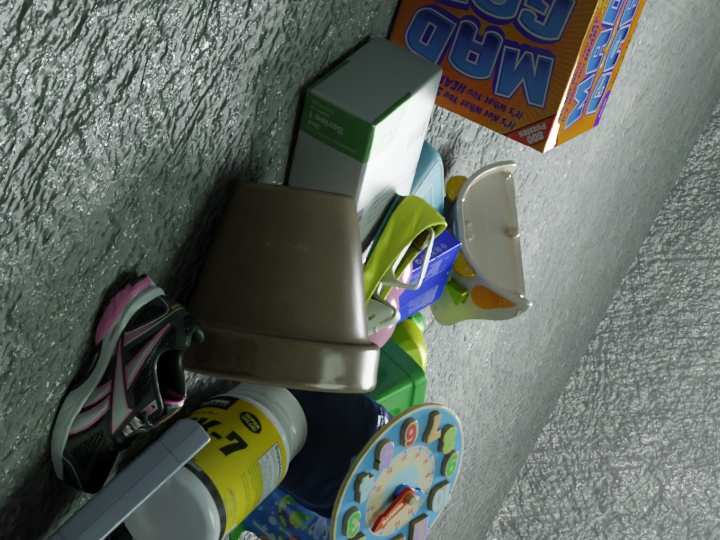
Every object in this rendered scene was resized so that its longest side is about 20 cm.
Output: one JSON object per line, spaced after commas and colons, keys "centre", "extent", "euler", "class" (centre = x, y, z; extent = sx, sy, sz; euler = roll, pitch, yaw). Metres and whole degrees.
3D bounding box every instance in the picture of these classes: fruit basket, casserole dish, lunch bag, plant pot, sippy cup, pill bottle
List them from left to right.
{"centre": [-0.141, 0.193, 1.606], "extent": [0.200, 0.114, 0.115], "euler": [-41, 152, -53], "class": "pill bottle"}
{"centre": [-0.073, 0.011, 1.474], "extent": [0.200, 0.199, 0.176], "euler": [1, 96, -71], "class": "plant pot"}
{"centre": [-0.060, 0.291, 1.905], "extent": [0.139, 0.130, 0.178], "euler": [-14, 142, -55], "class": "sippy cup"}
{"centre": [-0.042, 0.190, 1.769], "extent": [0.136, 0.199, 0.132], "euler": [-59, 144, -6], "class": "lunch bag"}
{"centre": [0.032, 0.135, 2.009], "extent": [0.215, 0.155, 0.216], "euler": [-35, 150, -24], "class": "fruit basket"}
{"centre": [0.063, -0.075, 1.946], "extent": [0.121, 0.039, 0.200], "euler": [-56, 161, -24], "class": "casserole dish"}

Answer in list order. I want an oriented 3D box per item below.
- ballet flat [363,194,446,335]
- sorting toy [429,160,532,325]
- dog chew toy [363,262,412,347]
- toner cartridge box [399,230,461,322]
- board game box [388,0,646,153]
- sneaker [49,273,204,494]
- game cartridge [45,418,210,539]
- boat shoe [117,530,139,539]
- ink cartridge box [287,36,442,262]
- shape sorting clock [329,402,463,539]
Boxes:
{"centre": [0.021, 0.015, 1.624], "extent": [0.201, 0.067, 0.067], "euler": [-58, 165, -12], "class": "ballet flat"}
{"centre": [0.130, -0.017, 2.073], "extent": [0.180, 0.106, 0.201], "euler": [130, -39, -58], "class": "sorting toy"}
{"centre": [0.000, 0.000, 1.744], "extent": [0.125, 0.124, 0.201], "euler": [93, 21, -52], "class": "dog chew toy"}
{"centre": [0.031, 0.025, 1.910], "extent": [0.200, 0.043, 0.095], "euler": [-29, 150, -42], "class": "toner cartridge box"}
{"centre": [0.170, -0.268, 1.699], "extent": [0.200, 0.199, 0.201], "euler": [-28, 141, -62], "class": "board game box"}
{"centre": [-0.195, 0.110, 1.371], "extent": [0.080, 0.086, 0.201], "euler": [-25, 140, -62], "class": "sneaker"}
{"centre": [-0.220, 0.208, 1.403], "extent": [0.200, 0.041, 0.133], "euler": [-42, -177, -27], "class": "game cartridge"}
{"centre": [-0.203, 0.266, 1.658], "extent": [0.062, 0.073, 0.200], "euler": [-23, -172, 24], "class": "boat shoe"}
{"centre": [-0.004, -0.109, 1.618], "extent": [0.146, 0.084, 0.201], "euler": [-43, 155, -48], "class": "ink cartridge box"}
{"centre": [0.042, 0.231, 1.696], "extent": [0.200, 0.039, 0.201], "euler": [-33, 140, -33], "class": "shape sorting clock"}
